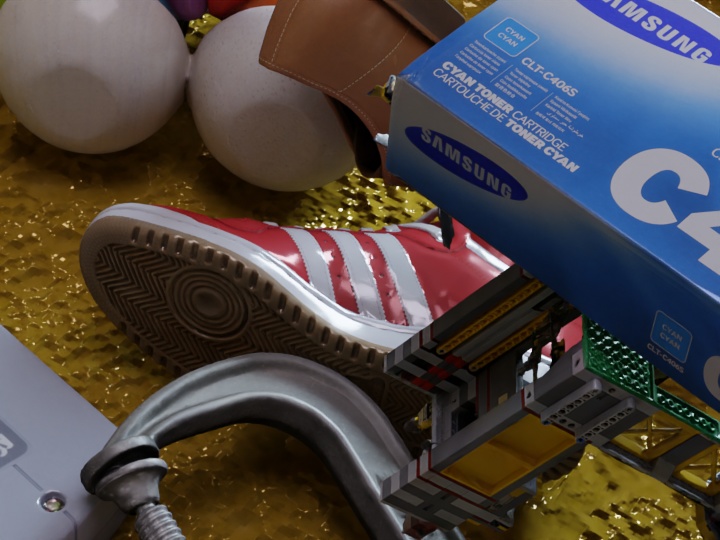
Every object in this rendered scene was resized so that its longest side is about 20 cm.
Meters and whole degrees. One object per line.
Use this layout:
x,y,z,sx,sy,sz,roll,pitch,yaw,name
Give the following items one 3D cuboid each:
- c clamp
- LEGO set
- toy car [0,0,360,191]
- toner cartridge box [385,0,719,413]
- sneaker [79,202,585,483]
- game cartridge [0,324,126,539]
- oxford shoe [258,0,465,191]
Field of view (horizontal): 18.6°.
-0.026,0.111,0.714,0.170,0.027,0.201,-10,56,-31,c clamp
0.077,0.023,0.748,0.153,0.116,0.202,21,49,-34,LEGO set
-0.059,-0.140,0.920,0.198,0.151,0.176,11,41,1,toy car
0.111,-0.014,0.646,0.199,0.043,0.095,37,55,25,toner cartridge box
0.000,0.000,0.835,0.198,0.072,0.113,21,45,1,sneaker
-0.177,0.087,0.729,0.133,0.041,0.199,35,47,30,game cartridge
0.035,-0.057,0.872,0.199,0.072,0.071,34,0,-34,oxford shoe
